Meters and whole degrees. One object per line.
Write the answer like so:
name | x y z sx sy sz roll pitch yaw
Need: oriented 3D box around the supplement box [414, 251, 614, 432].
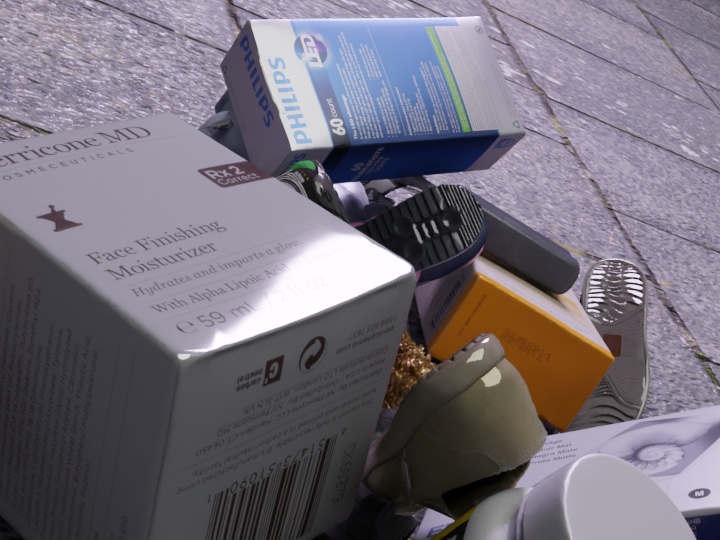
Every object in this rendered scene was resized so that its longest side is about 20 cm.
supplement box | 0.114 0.035 0.970 0.125 0.074 0.200 31 14 -9

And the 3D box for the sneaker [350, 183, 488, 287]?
sneaker | 0.000 0.000 0.887 0.082 0.198 0.071 45 30 -72

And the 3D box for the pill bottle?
pill bottle | 0.069 0.180 0.600 0.114 0.200 0.115 26 40 -24

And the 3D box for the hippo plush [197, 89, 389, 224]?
hippo plush | -0.046 -0.080 0.940 0.160 0.160 0.200 38 10 -11

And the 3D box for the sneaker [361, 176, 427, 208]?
sneaker | 0.006 -0.124 1.161 0.139 0.078 0.201 26 39 -17

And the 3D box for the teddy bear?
teddy bear | -0.016 0.063 0.804 0.143 0.068 0.200 1 -9 3

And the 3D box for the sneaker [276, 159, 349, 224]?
sneaker | -0.077 -0.003 0.775 0.085 0.200 0.079 -15 74 -42

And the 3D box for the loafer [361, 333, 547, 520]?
loafer | 0.048 0.103 0.655 0.075 0.200 0.069 -31 73 -17

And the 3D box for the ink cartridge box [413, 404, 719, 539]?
ink cartridge box | 0.144 0.135 0.777 0.200 0.197 0.041 -48 123 -69

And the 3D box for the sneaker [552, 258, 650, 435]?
sneaker | 0.206 0.099 1.023 0.074 0.107 0.201 11 55 15

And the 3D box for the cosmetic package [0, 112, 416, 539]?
cosmetic package | -0.108 0.041 0.628 0.199 0.167 0.164 33 33 30

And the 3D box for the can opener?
can opener | 0.090 -0.059 0.934 0.199 0.067 0.053 30 10 -11

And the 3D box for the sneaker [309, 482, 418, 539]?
sneaker | -0.034 0.146 0.717 0.104 0.060 0.199 43 25 15

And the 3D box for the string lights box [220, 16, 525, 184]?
string lights box | 0.011 -0.122 0.860 0.198 0.059 0.104 -8 70 -32
